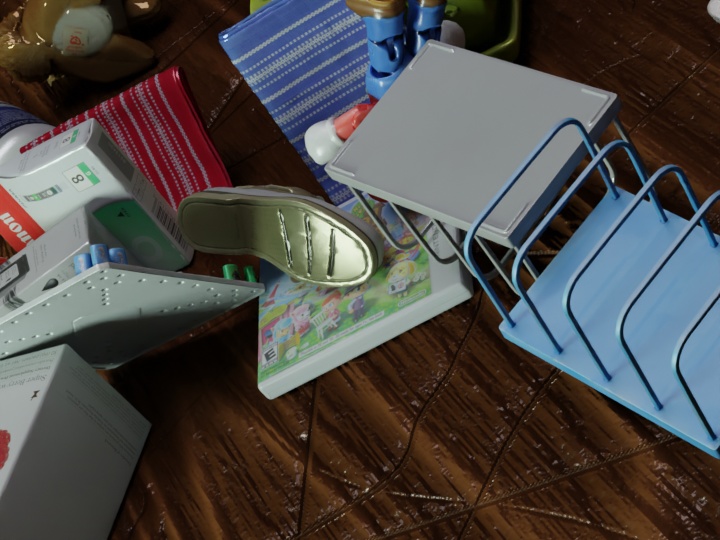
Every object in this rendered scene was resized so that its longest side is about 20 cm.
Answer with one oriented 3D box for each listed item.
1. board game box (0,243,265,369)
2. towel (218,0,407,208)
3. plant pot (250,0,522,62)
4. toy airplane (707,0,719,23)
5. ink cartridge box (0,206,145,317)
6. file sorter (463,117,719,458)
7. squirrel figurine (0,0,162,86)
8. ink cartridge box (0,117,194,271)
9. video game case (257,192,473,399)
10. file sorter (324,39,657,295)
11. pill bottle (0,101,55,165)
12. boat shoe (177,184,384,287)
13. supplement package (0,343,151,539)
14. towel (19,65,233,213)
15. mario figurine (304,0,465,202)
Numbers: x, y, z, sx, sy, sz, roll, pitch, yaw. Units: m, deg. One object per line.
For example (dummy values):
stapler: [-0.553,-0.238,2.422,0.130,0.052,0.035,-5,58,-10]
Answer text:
board game box: [-0.216,0.033,1.729,0.200,0.200,0.026,-27,69,33]
towel: [-0.011,-0.155,1.738,0.145,0.200,0.024,-29,20,19]
plant pot: [0.038,-0.262,1.827,0.200,0.181,0.199,-25,36,25]
toy airplane: [0.356,-0.246,1.551,0.199,0.141,0.200,-26,72,40]
ink cartridge box: [-0.291,0.049,1.870,0.200,0.116,0.067,-36,35,10]
file sorter: [0.190,0.002,1.381,0.200,0.123,0.139,30,73,40]
squirrel figurine: [-0.318,-0.291,2.271,0.200,0.142,0.187,-27,30,17]
ink cartridge box: [-0.279,-0.037,1.913,0.200,0.161,0.050,-25,33,24]
video game case: [0.000,0.000,1.711,0.200,0.022,0.182,-28,35,20]
file sorter: [0.106,-0.067,1.564,0.200,0.125,0.139,23,69,45]
pill bottle: [-0.348,-0.103,2.103,0.111,0.111,0.200,-49,33,-10]
boat shoe: [-0.057,-0.039,1.723,0.200,0.075,0.068,16,28,32]
supplement package: [-0.281,0.182,1.701,0.121,0.120,0.200,-15,42,35]
towel: [-0.221,-0.092,1.950,0.200,0.145,0.022,-24,-1,25]
mario figurine: [0.020,-0.149,1.678,0.123,0.200,0.106,4,32,5]
